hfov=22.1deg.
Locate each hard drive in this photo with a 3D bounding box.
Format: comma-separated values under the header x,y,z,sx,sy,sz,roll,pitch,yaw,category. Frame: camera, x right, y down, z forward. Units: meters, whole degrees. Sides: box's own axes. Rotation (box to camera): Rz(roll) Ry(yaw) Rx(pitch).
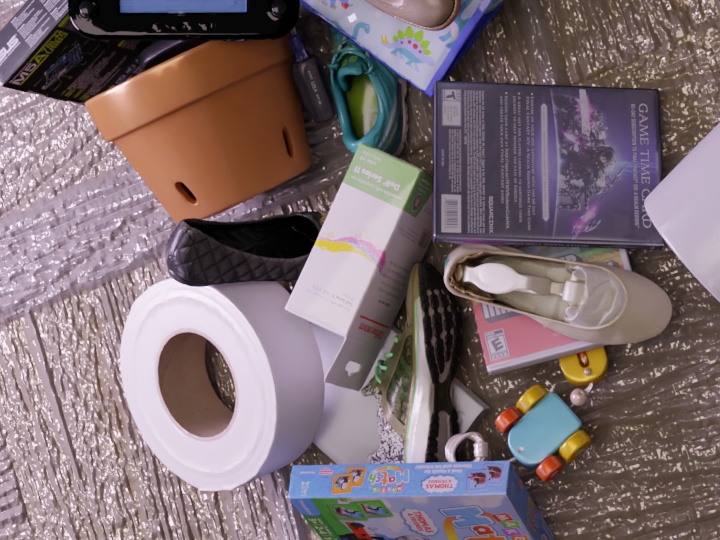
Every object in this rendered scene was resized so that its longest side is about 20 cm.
x,y,z,sx,sy,sz,roll,pitch,yaw,category
0.005,0.115,1.699,0.200,0.027,0.132,40,102,17,hard drive

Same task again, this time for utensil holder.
x,y,z,sx,sy,sz,roll,pitch,yaw,category
0.354,-0.069,1.494,0.200,0.170,0.170,-45,74,18,utensil holder

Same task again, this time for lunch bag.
x,y,z,sx,sy,sz,roll,pitch,yaw,category
0.054,-0.280,1.623,0.169,0.127,0.201,36,93,4,lunch bag

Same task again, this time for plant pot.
x,y,z,sx,sy,sz,roll,pitch,yaw,category
-0.134,-0.131,1.683,0.198,0.200,0.141,-21,98,20,plant pot

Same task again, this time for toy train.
x,y,z,sx,sy,sz,roll,pitch,yaw,category
0.145,0.087,1.621,0.149,0.056,0.202,7,76,15,toy train

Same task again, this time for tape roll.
x,y,z,sx,sy,sz,roll,pitch,yaw,category
-0.128,0.097,1.692,0.201,0.071,0.205,12,110,37,tape roll

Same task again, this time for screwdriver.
x,y,z,sx,sy,sz,roll,pitch,yaw,category
-0.067,-0.223,1.627,0.029,0.028,0.202,-15,108,27,screwdriver

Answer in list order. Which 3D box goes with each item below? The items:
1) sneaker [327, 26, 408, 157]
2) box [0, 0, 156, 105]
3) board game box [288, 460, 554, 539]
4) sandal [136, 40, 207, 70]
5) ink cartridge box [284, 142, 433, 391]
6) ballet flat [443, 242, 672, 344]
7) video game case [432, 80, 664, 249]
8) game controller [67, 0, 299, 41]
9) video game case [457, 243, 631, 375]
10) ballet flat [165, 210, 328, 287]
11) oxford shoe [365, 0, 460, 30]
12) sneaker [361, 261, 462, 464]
x,y,z,sx,sy,sz,roll,pitch,yaw,category
0.005,-0.196,1.678,0.077,0.080,0.202,-10,84,20,sneaker
-0.230,-0.241,1.710,0.200,0.193,0.048,-45,71,15,box
0.055,0.216,1.614,0.198,0.152,0.037,-5,56,21,board game box
-0.132,-0.248,1.737,0.199,0.075,0.045,-24,81,22,sandal
0.000,0.000,1.634,0.067,0.117,0.202,24,89,18,ink cartridge box
0.162,0.018,1.554,0.198,0.069,0.070,11,93,16,ballet flat
0.161,-0.091,1.587,0.198,0.019,0.145,2,73,-4,video game case
-0.151,-0.248,1.577,0.198,0.042,0.106,-1,89,-2,game controller
0.158,-0.022,1.611,0.142,0.017,0.202,-15,71,9,video game case
-0.085,-0.026,1.654,0.067,0.199,0.057,49,133,31,ballet flat
-0.005,-0.267,1.546,0.199,0.075,0.071,37,110,8,oxford shoe
0.037,0.092,1.639,0.088,0.077,0.202,0,85,29,sneaker
